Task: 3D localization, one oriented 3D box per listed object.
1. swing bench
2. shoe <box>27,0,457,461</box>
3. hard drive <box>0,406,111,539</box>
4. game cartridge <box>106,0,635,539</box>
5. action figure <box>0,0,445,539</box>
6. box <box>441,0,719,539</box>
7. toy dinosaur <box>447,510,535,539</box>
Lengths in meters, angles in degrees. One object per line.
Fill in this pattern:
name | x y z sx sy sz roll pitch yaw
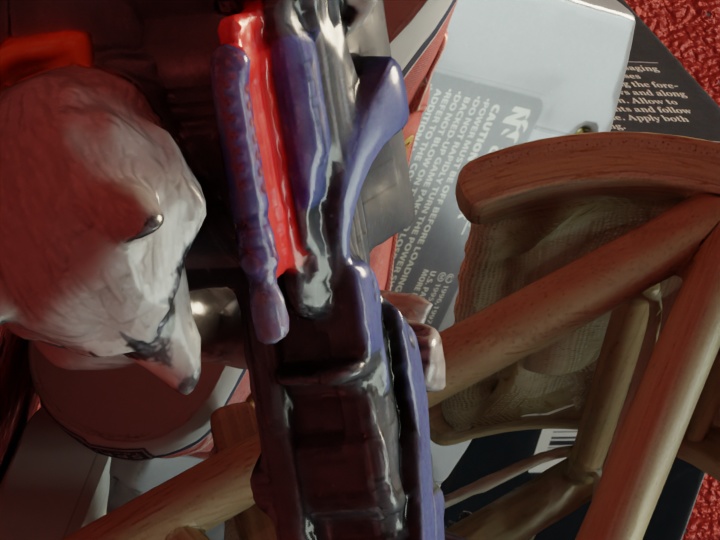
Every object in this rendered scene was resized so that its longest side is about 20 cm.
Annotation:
swing bench | 0.038 0.072 0.786 0.200 0.130 0.199 -46 166 -17
shoe | -0.015 -0.043 0.768 0.201 0.071 0.091 -64 165 0
hard drive | -0.104 0.145 0.818 0.200 0.026 0.132 102 6 -52
game cartridge | 0.000 0.000 0.879 0.133 0.041 0.201 9 112 -49
action figure | -0.034 -0.001 0.591 0.193 0.104 0.201 -24 106 -80
box | 0.045 -0.015 1.055 0.200 0.107 0.149 -124 -138 -50
toy dinosaur | 0.030 0.124 0.960 0.200 0.047 0.088 -43 133 -31
